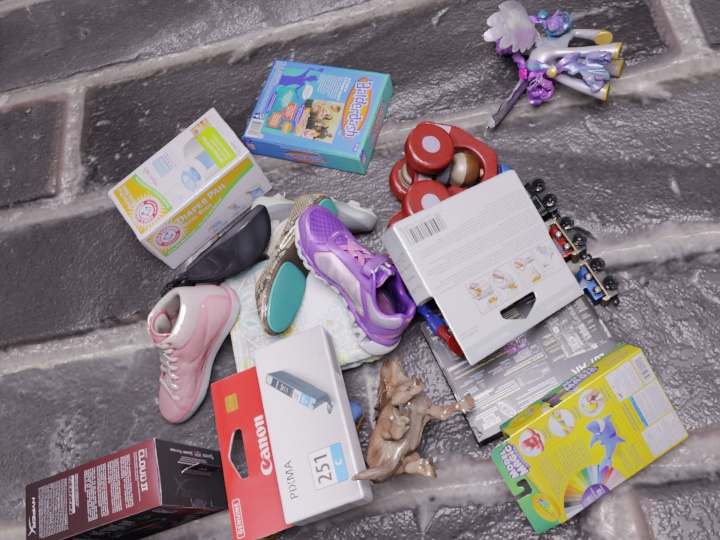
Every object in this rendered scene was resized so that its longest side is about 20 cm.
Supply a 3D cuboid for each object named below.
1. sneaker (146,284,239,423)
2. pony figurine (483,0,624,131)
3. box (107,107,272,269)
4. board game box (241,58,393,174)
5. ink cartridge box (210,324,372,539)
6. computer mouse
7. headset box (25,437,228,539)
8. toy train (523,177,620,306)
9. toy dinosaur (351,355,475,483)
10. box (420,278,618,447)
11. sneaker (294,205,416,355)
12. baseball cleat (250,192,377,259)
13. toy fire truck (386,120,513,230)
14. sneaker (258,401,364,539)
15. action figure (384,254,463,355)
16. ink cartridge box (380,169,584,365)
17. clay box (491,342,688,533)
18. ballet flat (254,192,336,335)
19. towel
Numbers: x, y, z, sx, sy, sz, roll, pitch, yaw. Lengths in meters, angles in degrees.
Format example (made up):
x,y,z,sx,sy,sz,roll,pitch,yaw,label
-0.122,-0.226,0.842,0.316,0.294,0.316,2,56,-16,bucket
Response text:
x,y,z,sx,sy,sz,roll,pitch,yaw,label
-0.238,0.106,0.818,0.075,0.104,0.203,36,106,35,sneaker
0.252,-0.290,0.888,0.197,0.169,0.193,18,40,23,pony figurine
-0.249,-0.119,0.946,0.199,0.102,0.113,-39,64,-5,box
-0.064,-0.240,0.984,0.196,0.045,0.155,14,71,19,board game box
-0.093,0.188,0.735,0.173,0.045,0.203,-22,62,9,ink cartridge box
-0.173,-0.021,0.849,0.053,0.199,0.139,49,46,-11,computer mouse
-0.260,0.264,0.753,0.197,0.149,0.076,-22,64,12,headset box
0.265,-0.035,0.826,0.045,0.034,0.202,-30,64,4,toy train
0.040,0.184,0.726,0.086,0.135,0.201,44,46,-7,toy dinosaur
0.194,0.095,0.783,0.198,0.044,0.162,-28,64,1,box
0.000,0.000,0.767,0.080,0.088,0.202,-33,87,-35,sneaker
-0.073,-0.051,0.901,0.197,0.070,0.108,7,72,27,baseball cleat
0.127,-0.098,0.857,0.164,0.112,0.204,8,68,-9,toy fire truck
-0.081,0.225,0.778,0.088,0.075,0.200,39,80,25,sneaker
0.079,0.028,0.807,0.065,0.052,0.200,-39,36,-6,action figure
0.145,-0.007,0.749,0.198,0.044,0.176,-25,83,-28,ink cartridge box
0.245,0.184,0.706,0.198,0.048,0.116,-32,95,-1,clay box
-0.095,-0.012,0.820,0.074,0.068,0.203,5,64,36,ballet flat
-0.081,0.060,0.843,0.196,0.048,0.174,-18,68,5,towel
